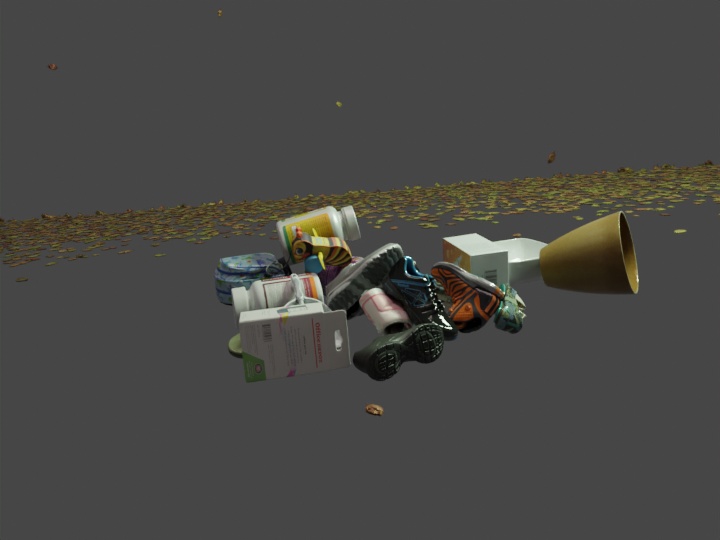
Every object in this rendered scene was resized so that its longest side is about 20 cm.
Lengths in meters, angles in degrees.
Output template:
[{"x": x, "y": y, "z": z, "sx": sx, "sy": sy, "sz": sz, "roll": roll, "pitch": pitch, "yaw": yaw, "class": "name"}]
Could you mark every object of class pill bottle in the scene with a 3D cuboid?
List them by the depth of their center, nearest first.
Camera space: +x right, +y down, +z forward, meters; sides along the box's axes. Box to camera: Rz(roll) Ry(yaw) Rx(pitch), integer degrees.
[{"x": -0.187, "y": 0.073, "z": 1.413, "sx": 0.195, "sy": 0.113, "sz": 0.110, "roll": -8, "pitch": 15, "yaw": -15, "class": "pill bottle"}, {"x": -0.045, "y": 0.018, "z": 1.563, "sx": 0.197, "sy": 0.115, "sz": 0.111, "roll": 10, "pitch": 20, "yaw": 42, "class": "pill bottle"}, {"x": -0.104, "y": -0.093, "z": 1.574, "sx": 0.195, "sy": 0.115, "sz": 0.113, "roll": -17, "pitch": 16, "yaw": -3, "class": "pill bottle"}]

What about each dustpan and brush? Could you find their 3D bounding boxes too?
[{"x": -0.122, "y": 0.084, "z": 1.321, "sx": 0.136, "sy": 0.058, "sz": 0.201, "roll": -9, "pitch": 36, "yaw": -13, "class": "dustpan and brush"}]

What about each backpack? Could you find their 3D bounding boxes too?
[{"x": -0.272, "y": 0.024, "z": 1.597, "sx": 0.196, "sy": 0.157, "sz": 0.163, "roll": -20, "pitch": 24, "yaw": -8, "class": "backpack"}]

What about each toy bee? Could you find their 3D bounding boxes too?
[{"x": -0.115, "y": -0.047, "z": 1.449, "sx": 0.197, "sy": 0.111, "sz": 0.131, "roll": -22, "pitch": 45, "yaw": -25, "class": "toy bee"}]

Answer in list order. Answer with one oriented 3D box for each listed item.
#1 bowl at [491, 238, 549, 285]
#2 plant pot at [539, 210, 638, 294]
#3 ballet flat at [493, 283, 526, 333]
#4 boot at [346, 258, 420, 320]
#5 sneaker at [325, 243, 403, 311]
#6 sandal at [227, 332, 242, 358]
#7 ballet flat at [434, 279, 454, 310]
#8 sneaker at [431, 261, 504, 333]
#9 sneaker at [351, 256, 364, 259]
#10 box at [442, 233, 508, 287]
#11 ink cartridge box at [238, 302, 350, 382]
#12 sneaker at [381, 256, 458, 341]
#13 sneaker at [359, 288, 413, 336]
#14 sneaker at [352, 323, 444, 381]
[{"x": 0.404, "y": -0.021, "z": 1.649, "sx": 0.195, "sy": 0.077, "sz": 0.199, "roll": -9, "pitch": 16, "yaw": -20, "class": "bowl"}, {"x": 0.528, "y": -0.026, "z": 1.476, "sx": 0.196, "sy": 0.191, "sz": 0.186, "roll": -10, "pitch": 10, "yaw": 31, "class": "plant pot"}, {"x": 0.318, "y": 0.085, "z": 1.338, "sx": 0.072, "sy": 0.076, "sz": 0.200, "roll": 0, "pitch": 18, "yaw": 15, "class": "ballet flat"}, {"x": 0.041, "y": 0.054, "z": 1.390, "sx": 0.130, "sy": 0.071, "sz": 0.200, "roll": -17, "pitch": -21, "yaw": -38, "class": "boot"}, {"x": 0.000, "y": 0.000, "z": 1.345, "sx": 0.198, "sy": 0.075, "sz": 0.082, "roll": -35, "pitch": 40, "yaw": 3, "class": "sneaker"}, {"x": -0.169, "y": 0.108, "z": 1.230, "sx": 0.197, "sy": 0.058, "sz": 0.080, "roll": -23, "pitch": 34, "yaw": -1, "class": "sandal"}, {"x": 0.163, "y": 0.055, "z": 1.445, "sx": 0.197, "sy": 0.076, "sz": 0.073, "roll": 6, "pitch": 18, "yaw": 44, "class": "ballet flat"}, {"x": 0.198, "y": 0.057, "z": 1.317, "sx": 0.077, "sy": 0.113, "sz": 0.199, "roll": 37, "pitch": -6, "yaw": -36, "class": "sneaker"}, {"x": -0.029, "y": 0.002, "z": 1.701, "sx": 0.087, "sy": 0.083, "sz": 0.198, "roll": -13, "pitch": 25, "yaw": -36, "class": "sneaker"}, {"x": 0.276, "y": -0.004, "z": 1.527, "sx": 0.095, "sy": 0.128, "sz": 0.200, "roll": -7, "pitch": 15, "yaw": -9, "class": "box"}, {"x": -0.121, "y": 0.129, "z": 1.171, "sx": 0.194, "sy": 0.120, "sz": 0.067, "roll": -6, "pitch": 12, "yaw": -6, "class": "ink cartridge box"}, {"x": 0.127, "y": 0.057, "z": 1.263, "sx": 0.200, "sy": 0.083, "sz": 0.073, "roll": 44, "pitch": 25, "yaw": 22, "class": "sneaker"}, {"x": 0.086, "y": 0.101, "z": 1.329, "sx": 0.198, "sy": 0.076, "sz": 0.105, "roll": 12, "pitch": 36, "yaw": -51, "class": "sneaker"}, {"x": 0.071, "y": 0.141, "z": 1.170, "sx": 0.196, "sy": 0.078, "sz": 0.090, "roll": -12, "pitch": 9, "yaw": -34, "class": "sneaker"}]
